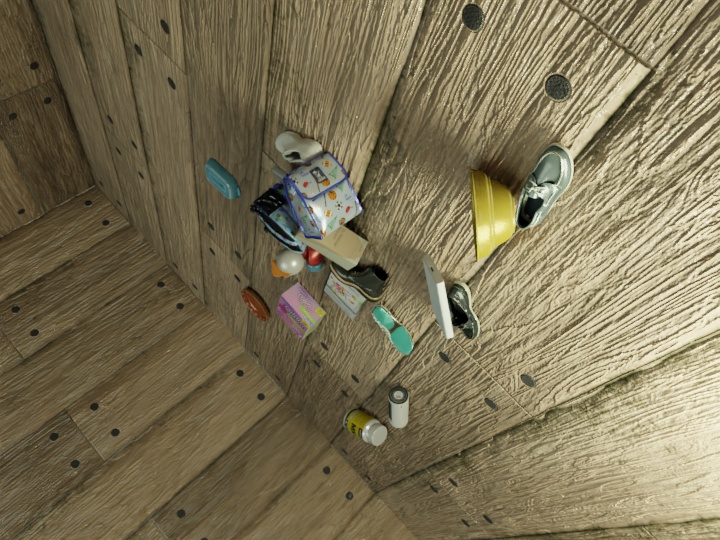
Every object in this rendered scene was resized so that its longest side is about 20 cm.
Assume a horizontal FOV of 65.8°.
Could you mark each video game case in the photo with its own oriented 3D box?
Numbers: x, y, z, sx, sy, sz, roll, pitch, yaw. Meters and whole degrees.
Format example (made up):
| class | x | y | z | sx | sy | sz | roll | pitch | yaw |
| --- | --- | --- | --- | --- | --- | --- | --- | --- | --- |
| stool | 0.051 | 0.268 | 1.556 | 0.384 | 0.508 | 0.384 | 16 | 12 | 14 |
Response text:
| class | x | y | z | sx | sy | sz | roll | pitch | yaw |
| --- | --- | --- | --- | --- | --- | --- | --- | --- | --- |
| video game case | -0.179 | -0.226 | 1.755 | 0.200 | 0.023 | 0.182 | 37 | 166 | 34 |

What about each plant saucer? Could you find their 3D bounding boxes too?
| class | x | y | z | sx | sy | sz | roll | pitch | yaw |
| --- | --- | --- | --- | --- | --- | --- | --- | --- | --- |
| plant saucer | -0.530 | 0.171 | 2.822 | 0.200 | 0.032 | 0.201 | 37 | 149 | 27 |

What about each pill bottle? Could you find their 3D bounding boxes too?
| class | x | y | z | sx | sy | sz | roll | pitch | yaw |
| --- | --- | --- | --- | --- | --- | --- | --- | --- | --- |
| pill bottle | 0.022 | 0.725 | 2.581 | 0.200 | 0.114 | 0.115 | 17 | 137 | 47 |

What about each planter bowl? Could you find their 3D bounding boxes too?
| class | x | y | z | sx | sy | sz | roll | pitch | yaw |
| --- | --- | --- | --- | --- | --- | --- | --- | --- | --- |
| planter bowl | 0.276 | -0.119 | 1.160 | 0.083 | 0.201 | 0.201 | -4 | 132 | 9 |

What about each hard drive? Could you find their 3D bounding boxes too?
| class | x | y | z | sx | sy | sz | roll | pitch | yaw |
| --- | --- | --- | --- | --- | --- | --- | --- | --- | --- |
| hard drive | 0.213 | 0.072 | 1.526 | 0.132 | 0.026 | 0.200 | -108 | 2 | -53 |

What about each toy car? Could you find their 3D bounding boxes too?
| class | x | y | z | sx | sy | sz | roll | pitch | yaw |
| --- | --- | --- | --- | --- | --- | --- | --- | --- | --- |
| toy car | -0.237 | -0.057 | 1.923 | 0.177 | 0.200 | 0.185 | 41 | 151 | 18 |

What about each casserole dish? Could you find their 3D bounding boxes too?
| class | x | y | z | sx | sy | sz | roll | pitch | yaw |
| --- | --- | --- | --- | --- | --- | --- | --- | --- | --- |
| casserole dish | -0.553 | -0.357 | 2.208 | 0.200 | 0.039 | 0.121 | 41 | 152 | 16 |

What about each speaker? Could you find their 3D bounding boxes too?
| class | x | y | z | sx | sy | sz | roll | pitch | yaw |
| --- | --- | --- | --- | --- | --- | --- | --- | --- | --- |
| speaker | 0.151 | 0.543 | 2.202 | 0.081 | 0.081 | 0.200 | 34 | 149 | 29 |

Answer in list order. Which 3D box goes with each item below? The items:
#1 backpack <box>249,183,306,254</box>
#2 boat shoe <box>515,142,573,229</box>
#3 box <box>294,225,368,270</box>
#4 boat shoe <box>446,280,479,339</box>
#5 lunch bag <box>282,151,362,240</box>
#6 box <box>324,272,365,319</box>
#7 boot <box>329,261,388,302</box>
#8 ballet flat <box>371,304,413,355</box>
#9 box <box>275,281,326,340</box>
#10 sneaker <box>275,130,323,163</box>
| class | x | y | z | sx | sy | sz | roll | pitch | yaw |
| --- | --- | --- | --- | --- | --- | --- | --- | --- | --- |
| backpack | -0.231 | -0.156 | 1.783 | 0.200 | 0.135 | 0.183 | 40 | 168 | 24 |
| boat shoe | 0.349 | -0.155 | 1.075 | 0.073 | 0.062 | 0.200 | 39 | 150 | 21 |
| box | -0.088 | -0.095 | 1.698 | 0.200 | 0.095 | 0.078 | 31 | 158 | -14 |
| boat shoe | 0.274 | 0.124 | 1.521 | 0.074 | 0.066 | 0.200 | 23 | 142 | 40 |
| lunch bag | -0.112 | -0.213 | 1.578 | 0.124 | 0.170 | 0.200 | 7 | 127 | 55 |
| box | -0.048 | 0.073 | 1.973 | 0.156 | 0.041 | 0.200 | 46 | 151 | 9 |
| boot | 0.000 | 0.000 | 1.789 | 0.200 | 0.078 | 0.138 | 33 | 146 | 6 |
| ballet flat | 0.110 | 0.192 | 1.870 | 0.200 | 0.072 | 0.072 | 54 | 152 | -2 |
| box | -0.254 | 0.174 | 2.342 | 0.176 | 0.097 | 0.200 | 47 | 152 | 7 |
| sneaker | -0.203 | -0.354 | 1.633 | 0.200 | 0.088 | 0.075 | 21 | 142 | 44 |
